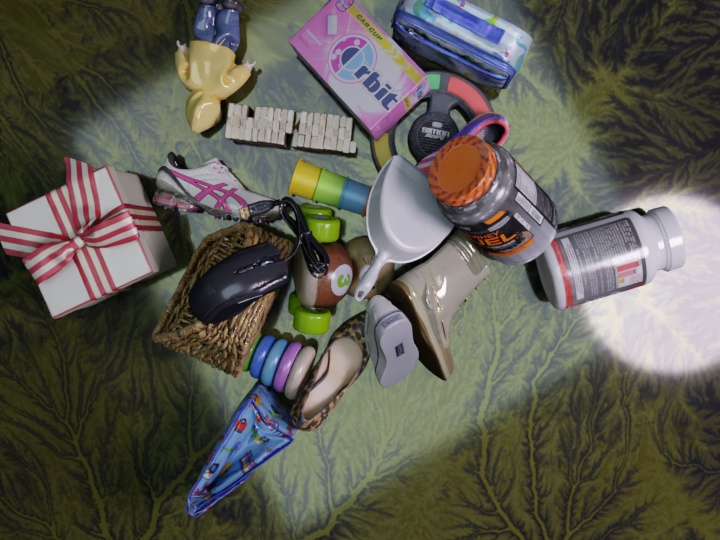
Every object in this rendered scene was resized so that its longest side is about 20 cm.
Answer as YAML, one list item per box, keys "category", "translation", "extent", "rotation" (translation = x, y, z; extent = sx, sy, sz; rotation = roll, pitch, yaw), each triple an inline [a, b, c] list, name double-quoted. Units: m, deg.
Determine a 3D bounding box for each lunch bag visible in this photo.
- category: "lunch bag"
  translation: [0.142, -0.339, 1.224]
  extent: [0.198, 0.161, 0.083]
  rotation: [27, 93, -1]
- category: "lunch bag"
  translation: [-0.190, 0.276, 1.268]
  extent: [0.094, 0.151, 0.200]
  rotation: [43, 93, -1]

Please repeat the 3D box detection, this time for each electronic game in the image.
- category: "electronic game"
  translation: [0.112, -0.201, 1.291]
  extent: [0.197, 0.042, 0.203]
  rotation: [0, 93, 2]

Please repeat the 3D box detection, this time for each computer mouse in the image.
- category: "computer mouse"
  translation: [-0.151, -0.024, 1.138]
  extent: [0.198, 0.046, 0.142]
  rotation: [-23, 70, -4]

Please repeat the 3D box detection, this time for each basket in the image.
- category: "basket"
  translation: [-0.198, 0.025, 1.223]
  extent: [0.147, 0.143, 0.202]
  rotation: [24, 60, -1]

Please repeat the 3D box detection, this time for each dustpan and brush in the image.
- category: "dustpan and brush"
  translation: [0.047, -0.044, 1.207]
  extent: [0.139, 0.057, 0.202]
  rotation: [36, 66, -18]

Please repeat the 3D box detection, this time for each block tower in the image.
- category: "block tower"
  translation: [-0.102, -0.214, 1.289]
  extent: [0.197, 0.054, 0.059]
  rotation: [8, 94, 0]

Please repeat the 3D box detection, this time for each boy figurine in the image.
- category: "boy figurine"
  translation: [-0.220, -0.306, 1.282]
  extent: [0.122, 0.064, 0.203]
  rotation: [8, 94, 0]

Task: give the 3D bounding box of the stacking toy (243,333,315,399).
- category: "stacking toy"
  translation: [-0.172, 0.121, 1.303]
  extent: [0.198, 0.085, 0.086]
  rotation: [23, 93, 7]

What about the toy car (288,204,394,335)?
- category: "toy car"
  translation: [0.000, 0.000, 1.260]
  extent: [0.197, 0.158, 0.167]
  rotation: [4, 104, -11]

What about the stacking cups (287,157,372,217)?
- category: "stacking cups"
  translation: [-0.010, -0.108, 1.292]
  extent: [0.198, 0.061, 0.061]
  rotation: [21, 93, -2]

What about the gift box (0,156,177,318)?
- category: "gift box"
  translation: [-0.399, -0.052, 1.237]
  extent: [0.183, 0.187, 0.202]
  rotation: [-29, 93, 2]

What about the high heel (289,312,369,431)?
- category: "high heel"
  translation: [-0.032, 0.149, 1.262]
  extent: [0.071, 0.143, 0.201]
  rotation: [35, 93, -1]

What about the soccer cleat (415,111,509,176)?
- category: "soccer cleat"
  translation: [0.136, -0.155, 1.241]
  extent: [0.200, 0.073, 0.068]
  rotation: [-42, 100, 4]

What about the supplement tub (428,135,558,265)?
- category: "supplement tub"
  translation: [0.184, -0.098, 1.185]
  extent: [0.121, 0.199, 0.124]
  rotation: [-18, 57, 31]

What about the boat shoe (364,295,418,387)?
- category: "boat shoe"
  translation: [0.038, 0.105, 1.254]
  extent: [0.071, 0.201, 0.066]
  rotation: [-31, 60, -9]

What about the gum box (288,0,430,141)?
- category: "gum box"
  translation: [-0.004, -0.307, 1.258]
  extent: [0.113, 0.066, 0.200]
  rotation: [-42, 79, 3]

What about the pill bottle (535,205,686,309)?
- category: "pill bottle"
  translation: [0.368, -0.022, 1.259]
  extent: [0.197, 0.116, 0.118]
  rotation: [-16, 93, 2]

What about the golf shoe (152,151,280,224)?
- category: "golf shoe"
  translation: [-0.214, -0.123, 1.287]
  extent: [0.197, 0.073, 0.094]
  rotation: [12, 92, 1]

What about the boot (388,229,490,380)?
- category: "boot"
  translation: [0.135, 0.054, 1.283]
  extent: [0.154, 0.072, 0.202]
  rotation: [-40, 126, -23]
